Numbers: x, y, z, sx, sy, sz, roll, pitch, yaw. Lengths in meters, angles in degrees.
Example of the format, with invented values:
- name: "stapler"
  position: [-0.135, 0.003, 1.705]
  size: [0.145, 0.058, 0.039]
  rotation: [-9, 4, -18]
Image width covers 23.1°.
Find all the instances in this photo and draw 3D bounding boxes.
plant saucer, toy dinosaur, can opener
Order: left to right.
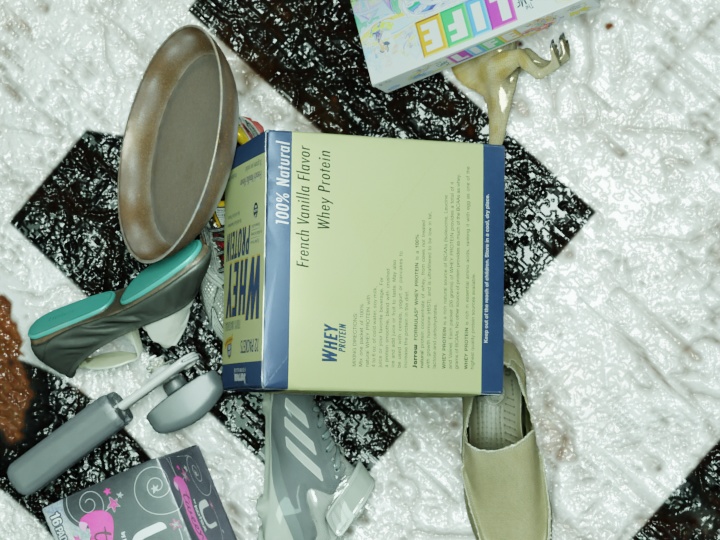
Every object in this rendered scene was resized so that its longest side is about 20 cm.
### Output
- name: "can opener"
  position: [-0.213, 0.135, 1.516]
  size: [0.199, 0.053, 0.067]
  rotation: [-32, 85, 6]
- name: "plant saucer"
  position: [-0.150, -0.103, 1.466]
  size: [0.032, 0.200, 0.202]
  rotation: [12, 90, -30]
- name: "toy dinosaur"
  position: [0.124, -0.175, 1.486]
  size: [0.100, 0.058, 0.202]
  rotation: [-13, 79, 22]

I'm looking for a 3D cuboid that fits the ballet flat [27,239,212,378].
- name: "ballet flat"
  position: [-0.193, 0.038, 1.500]
  size: [0.199, 0.068, 0.069]
  rotation: [-24, 113, 27]

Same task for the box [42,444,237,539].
- name: "box"
  position: [-0.160, 0.261, 1.464]
  size: [0.114, 0.132, 0.202]
  rotation: [-25, 85, 8]

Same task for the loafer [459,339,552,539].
- name: "loafer"
  position: [0.115, 0.157, 1.461]
  size: [0.075, 0.067, 0.202]
  rotation: [-11, 87, 8]

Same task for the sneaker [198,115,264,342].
- name: "sneaker"
  position: [-0.111, -0.033, 1.492]
  size: [0.077, 0.082, 0.202]
  rotation: [-6, 88, 8]

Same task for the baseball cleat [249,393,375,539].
- name: "baseball cleat"
  position: [-0.038, 0.145, 1.491]
  size: [0.105, 0.070, 0.202]
  rotation: [4, 98, 1]

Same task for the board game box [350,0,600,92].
- name: "board game box"
  position: [0.087, -0.247, 1.460]
  size: [0.198, 0.034, 0.136]
  rotation: [-20, 76, 21]

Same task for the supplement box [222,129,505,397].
- name: "supplement box"
  position: [0.000, 0.000, 1.408]
  size: [0.198, 0.134, 0.202]
  rotation: [2, 85, -18]
